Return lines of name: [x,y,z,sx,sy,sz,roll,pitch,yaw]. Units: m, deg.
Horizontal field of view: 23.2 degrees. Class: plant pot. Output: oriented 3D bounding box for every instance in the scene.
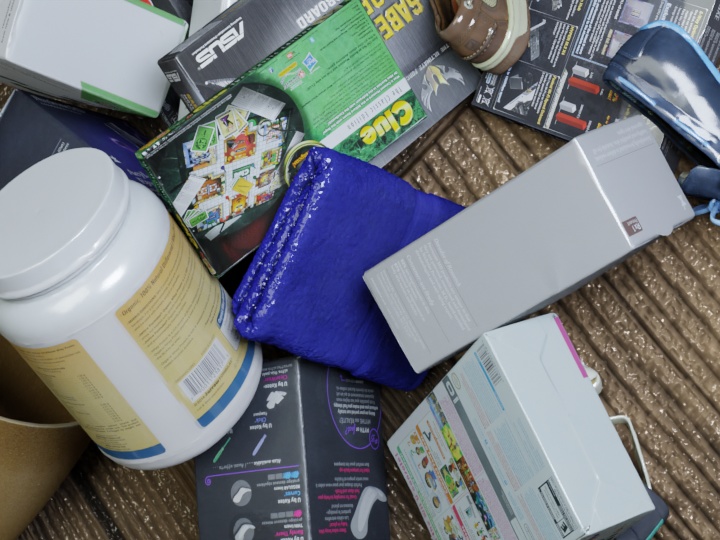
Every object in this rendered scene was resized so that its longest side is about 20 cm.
plant pot: [-0.326,0.152,1.476,0.186,0.185,0.201,39,117,27]

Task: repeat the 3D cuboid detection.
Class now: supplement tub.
supplement tub: [-0.173,0.028,1.240,0.143,0.201,0.146,-21,37,17]

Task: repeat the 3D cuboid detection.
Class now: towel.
towel: [0.000,0.000,1.277,0.049,0.199,0.149,28,94,41]

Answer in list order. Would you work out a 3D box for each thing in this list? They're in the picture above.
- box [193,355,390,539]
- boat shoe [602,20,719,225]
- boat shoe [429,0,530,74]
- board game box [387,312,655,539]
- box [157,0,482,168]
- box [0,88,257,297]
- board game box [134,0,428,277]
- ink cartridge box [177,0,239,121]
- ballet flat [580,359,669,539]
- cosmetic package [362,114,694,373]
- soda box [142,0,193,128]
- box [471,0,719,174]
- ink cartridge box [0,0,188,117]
box: [-0.051,0.173,1.331,0.105,0.122,0.203,-10,79,30]
boat shoe: [0.239,-0.074,1.195,0.068,0.084,0.201,-38,83,-7]
boat shoe: [0.074,-0.241,1.295,0.075,0.074,0.204,-46,41,38]
board game box: [0.104,0.140,1.215,0.149,0.064,0.200,65,151,17]
box: [-0.027,-0.146,1.290,0.159,0.199,0.048,56,161,-15]
box: [-0.200,-0.046,1.427,0.199,0.148,0.105,37,103,27]
board game box: [-0.053,-0.096,1.241,0.105,0.199,0.023,57,161,-14]
ink cartridge box: [-0.058,-0.149,1.349,0.084,0.143,0.203,3,85,65]
ballet flat: [0.155,0.112,1.256,0.073,0.073,0.201,-43,60,19]
cosmetic package: [0.112,-0.017,1.181,0.199,0.106,0.091,-35,82,33]
soda box: [-0.147,-0.178,1.454,0.063,0.071,0.201,-40,66,22]
box: [0.186,-0.187,1.274,0.157,0.050,0.202,23,96,30]
ink cartridge box: [-0.254,-0.188,1.383,0.199,0.145,0.085,14,86,51]
